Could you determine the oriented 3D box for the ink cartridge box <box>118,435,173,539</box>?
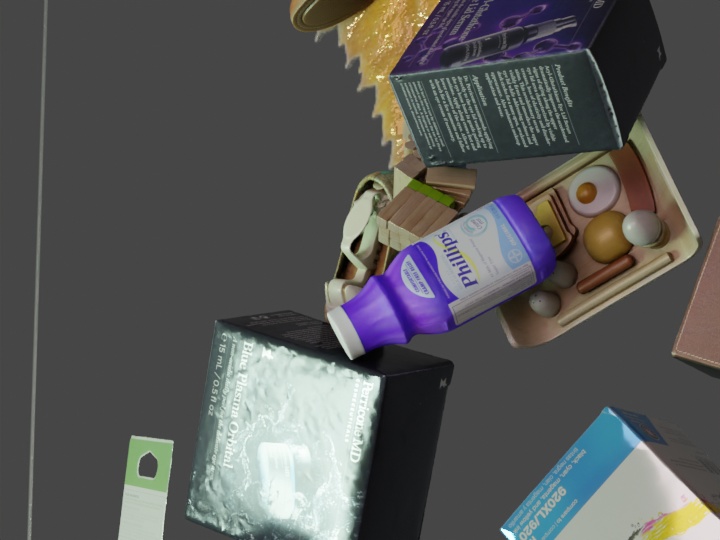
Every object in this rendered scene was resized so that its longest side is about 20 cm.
[{"bbox_3d":[-0.198,0.264,1.766,0.146,0.048,0.200,-7,72,66],"label":"ink cartridge box"}]

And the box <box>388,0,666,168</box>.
[{"bbox_3d":[0.150,-0.179,1.621,0.200,0.104,0.148,-5,35,30],"label":"box"}]

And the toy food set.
[{"bbox_3d":[0.193,-0.039,1.628,0.200,0.060,0.144,-32,65,22],"label":"toy food set"}]

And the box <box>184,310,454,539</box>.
[{"bbox_3d":[-0.040,0.157,1.672,0.200,0.117,0.197,16,101,33],"label":"box"}]

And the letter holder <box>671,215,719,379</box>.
[{"bbox_3d":[0.378,0.038,1.475,0.200,0.101,0.142,17,86,33],"label":"letter holder"}]

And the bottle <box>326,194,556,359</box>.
[{"bbox_3d":[0.069,0.011,1.590,0.200,0.065,0.084,-27,60,-5],"label":"bottle"}]

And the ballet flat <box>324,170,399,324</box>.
[{"bbox_3d":[0.000,0.000,1.735,0.071,0.071,0.200,15,88,33],"label":"ballet flat"}]

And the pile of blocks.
[{"bbox_3d":[0.068,-0.083,1.702,0.082,0.062,0.200,8,52,6],"label":"pile of blocks"}]

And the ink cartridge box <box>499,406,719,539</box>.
[{"bbox_3d":[0.250,0.235,1.480,0.145,0.147,0.200,-50,58,13],"label":"ink cartridge box"}]

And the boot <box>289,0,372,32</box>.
[{"bbox_3d":[-0.028,-0.347,1.828,0.200,0.074,0.155,-44,61,2],"label":"boot"}]
